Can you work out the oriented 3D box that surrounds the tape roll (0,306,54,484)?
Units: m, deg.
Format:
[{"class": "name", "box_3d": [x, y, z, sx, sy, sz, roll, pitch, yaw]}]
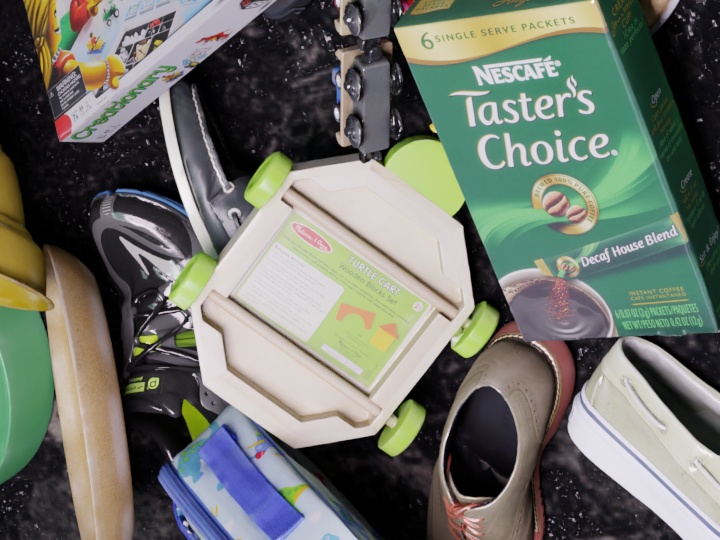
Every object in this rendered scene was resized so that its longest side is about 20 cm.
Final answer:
[{"class": "tape roll", "box_3d": [-0.285, 0.054, 1.727, 0.200, 0.048, 0.201, 13, 117, 28]}]

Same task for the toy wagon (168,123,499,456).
[{"class": "toy wagon", "box_3d": [0.000, 0.000, 1.488, 0.155, 0.040, 0.200, 36, 97, -12]}]

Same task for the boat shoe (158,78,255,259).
[{"class": "boat shoe", "box_3d": [-0.056, -0.020, 1.536, 0.066, 0.075, 0.200, -19, 91, 8]}]

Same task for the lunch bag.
[{"class": "lunch bag", "box_3d": [-0.024, 0.165, 1.502, 0.161, 0.082, 0.200, 50, 175, -34]}]

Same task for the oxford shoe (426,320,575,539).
[{"class": "oxford shoe", "box_3d": [0.061, 0.124, 1.511, 0.070, 0.075, 0.200, 21, 121, 22]}]

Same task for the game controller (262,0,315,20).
[{"class": "game controller", "box_3d": [-0.025, -0.227, 1.449, 0.104, 0.042, 0.200, 55, 129, 20]}]

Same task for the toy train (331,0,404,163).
[{"class": "toy train", "box_3d": [0.002, -0.145, 1.394, 0.046, 0.034, 0.200, -130, 32, -48]}]

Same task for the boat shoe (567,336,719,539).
[{"class": "boat shoe", "box_3d": [0.194, 0.110, 1.422, 0.200, 0.072, 0.062, 35, 127, 20]}]

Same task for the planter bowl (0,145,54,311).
[{"class": "planter bowl", "box_3d": [-0.259, -0.046, 1.563, 0.200, 0.200, 0.084, 11, 80, 29]}]

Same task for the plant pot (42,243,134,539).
[{"class": "plant pot", "box_3d": [-0.158, 0.082, 1.598, 0.027, 0.200, 0.201, -9, 110, -10]}]

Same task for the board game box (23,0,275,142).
[{"class": "board game box", "box_3d": [-0.114, -0.168, 1.487, 0.200, 0.035, 0.127, -34, 65, 44]}]

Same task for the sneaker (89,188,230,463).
[{"class": "sneaker", "box_3d": [-0.106, 0.046, 1.584, 0.071, 0.083, 0.200, -12, 103, 36]}]

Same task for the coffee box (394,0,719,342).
[{"class": "coffee box", "box_3d": [0.106, -0.056, 1.395, 0.123, 0.044, 0.200, -3, 122, 33]}]

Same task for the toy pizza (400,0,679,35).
[{"class": "toy pizza", "box_3d": [0.071, -0.182, 1.375, 0.200, 0.032, 0.201, 11, 124, 18]}]
